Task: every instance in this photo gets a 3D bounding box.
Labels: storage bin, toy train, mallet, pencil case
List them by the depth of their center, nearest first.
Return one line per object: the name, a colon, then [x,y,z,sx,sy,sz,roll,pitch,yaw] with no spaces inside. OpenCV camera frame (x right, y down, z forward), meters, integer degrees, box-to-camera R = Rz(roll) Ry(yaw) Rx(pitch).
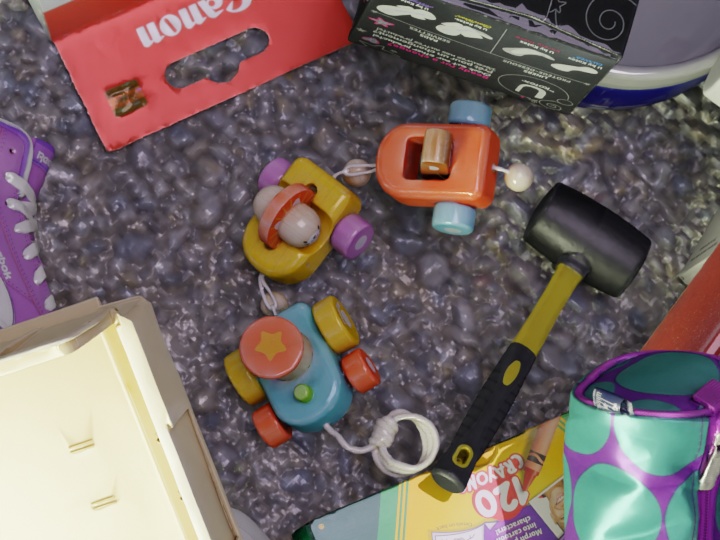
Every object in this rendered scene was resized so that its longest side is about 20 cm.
storage bin: [-0.167,0.136,1.341,0.198,0.094,0.201,-18,100,14]
pencil case: [0.146,0.145,1.381,0.085,0.092,0.201,-13,109,-37]
toy train: [0.000,0.000,1.451,0.150,0.056,0.201,8,78,23]
mallet: [0.080,0.032,1.469,0.066,0.041,0.200,39,56,4]

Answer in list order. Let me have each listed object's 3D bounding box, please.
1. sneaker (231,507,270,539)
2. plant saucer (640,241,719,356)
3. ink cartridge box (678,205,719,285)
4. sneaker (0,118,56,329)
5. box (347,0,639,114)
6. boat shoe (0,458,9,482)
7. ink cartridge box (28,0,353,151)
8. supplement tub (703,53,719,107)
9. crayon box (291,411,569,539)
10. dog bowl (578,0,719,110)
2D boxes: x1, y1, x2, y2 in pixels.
sneaker: [-0.044,0.212,1.415,0.074,0.087,0.201,-18,81,-11]
plant saucer: [0.244,0.076,1.443,0.199,0.037,0.200,37,84,-3]
ink cartridge box: [0.290,-0.047,1.526,0.145,0.084,0.200,32,76,-2]
sneaker: [-0.179,-0.008,1.445,0.200,0.073,0.114,45,72,1]
box: [0.086,-0.201,1.425,0.132,0.115,0.201,18,75,-5]
boat shoe: [-0.194,0.104,1.419,0.200,0.072,0.062,28,93,3]
ink cartridge box: [-0.108,-0.189,1.505,0.162,0.057,0.200,-25,79,-14]
supplement tub: [0.290,-0.084,1.416,0.200,0.140,0.141,34,75,-2]
crayon box: [0.078,0.152,1.463,0.199,0.058,0.119,-22,84,-13]
dog bowl: [0.141,-0.192,1.532,0.199,0.079,0.201,2,79,-10]
